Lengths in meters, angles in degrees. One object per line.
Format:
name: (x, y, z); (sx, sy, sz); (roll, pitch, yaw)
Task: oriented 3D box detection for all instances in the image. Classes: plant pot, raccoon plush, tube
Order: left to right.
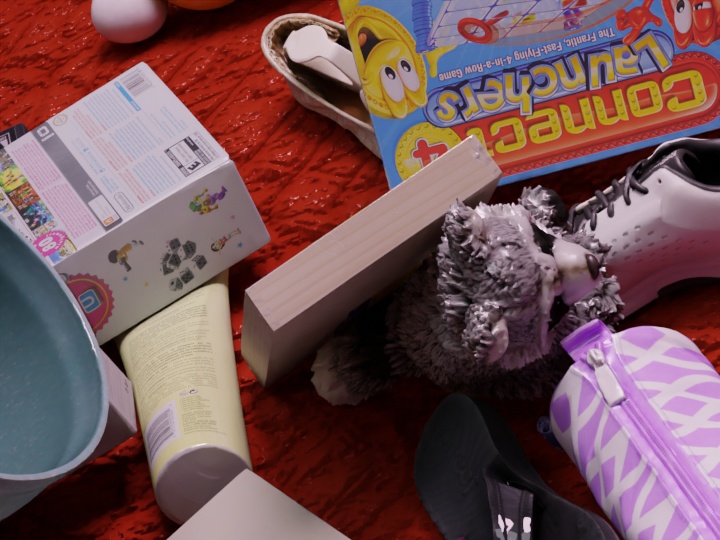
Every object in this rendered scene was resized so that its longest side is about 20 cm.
plant pot: (-0.238, 0.056, 1.171); (0.134, 0.200, 0.201); (-43, 29, 26)
tube: (-0.091, 0.060, 1.319); (0.058, 0.052, 0.200); (9, 27, -16)
raccoon plush: (0.036, 0.034, 1.186); (0.200, 0.134, 0.097); (-37, 73, 27)

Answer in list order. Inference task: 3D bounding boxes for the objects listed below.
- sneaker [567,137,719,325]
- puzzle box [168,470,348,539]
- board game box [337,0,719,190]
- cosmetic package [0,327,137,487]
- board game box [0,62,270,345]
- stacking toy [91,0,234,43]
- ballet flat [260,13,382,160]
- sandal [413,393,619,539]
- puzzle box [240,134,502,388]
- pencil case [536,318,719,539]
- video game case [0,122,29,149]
sneaker: (0.139, -0.026, 1.242); (0.199, 0.080, 0.074); (-18, 39, 16)
puzzle box: (-0.083, 0.190, 1.152); (0.200, 0.025, 0.133); (-41, 42, -17)
board game box: (0.088, -0.152, 1.310); (0.199, 0.197, 0.056); (-15, 9, 9)
cosmetic package: (-0.221, 0.095, 1.300); (0.200, 0.083, 0.051); (-31, 34, 12)
board game box: (-0.170, -0.018, 1.405); (0.200, 0.064, 0.148); (-31, 34, -8)
stacking toy: (-0.098, -0.220, 1.619); (0.200, 0.146, 0.146); (-37, 33, 18)
ballet flat: (0.008, -0.103, 1.430); (0.200, 0.062, 0.068); (23, 78, 49)
sandal: (0.059, 0.119, 1.120); (0.076, 0.048, 0.200); (-67, 28, 14)
puzzle box: (0.000, 0.000, 1.239); (0.133, 0.025, 0.200); (-35, -6, -10)
pencil case: (0.149, 0.098, 1.078); (0.084, 0.086, 0.200); (-32, 37, -2)
video game case: (-0.281, 0.005, 1.525); (0.199, 0.026, 0.181); (-26, 36, 3)
